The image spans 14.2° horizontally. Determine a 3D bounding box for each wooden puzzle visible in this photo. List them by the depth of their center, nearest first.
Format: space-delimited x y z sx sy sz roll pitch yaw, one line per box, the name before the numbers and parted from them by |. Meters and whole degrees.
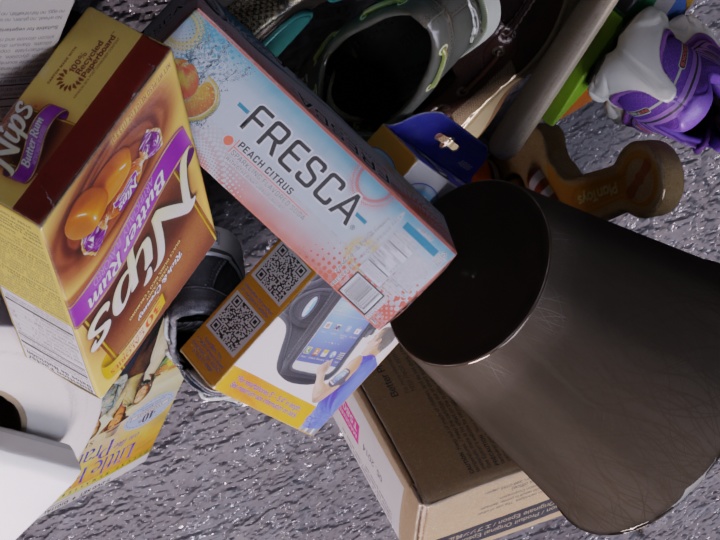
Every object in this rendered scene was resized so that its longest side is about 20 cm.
wooden puzzle | 0.166 -0.159 1.695 0.200 0.037 0.185 -39 165 -53

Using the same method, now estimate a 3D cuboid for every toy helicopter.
toy helicopter | 0.131 -0.030 1.787 0.079 0.133 0.200 -4 171 -34

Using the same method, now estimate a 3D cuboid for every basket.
basket | 0.117 0.037 1.664 0.200 0.136 0.181 34 84 -46

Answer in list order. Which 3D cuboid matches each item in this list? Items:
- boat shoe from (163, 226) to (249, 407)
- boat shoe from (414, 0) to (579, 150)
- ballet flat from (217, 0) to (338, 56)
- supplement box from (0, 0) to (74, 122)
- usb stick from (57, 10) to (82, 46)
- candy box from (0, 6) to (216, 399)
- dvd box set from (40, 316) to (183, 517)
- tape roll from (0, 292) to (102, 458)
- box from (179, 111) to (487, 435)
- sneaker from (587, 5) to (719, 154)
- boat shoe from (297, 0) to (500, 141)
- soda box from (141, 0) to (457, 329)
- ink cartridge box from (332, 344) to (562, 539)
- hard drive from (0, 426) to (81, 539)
boat shoe | -0.082 0.047 1.732 0.071 0.068 0.200 -6 152 3
boat shoe | 0.063 -0.142 1.700 0.072 0.072 0.200 -3 144 -37
ballet flat | -0.036 -0.163 1.592 0.200 0.075 0.068 -36 176 10
supplement box | -0.199 -0.157 1.423 0.073 0.126 0.200 -6 141 -34
usb stick | -0.155 -0.077 1.649 0.055 0.033 0.200 -20 147 -2
candy box | -0.135 -0.031 1.482 0.117 0.056 0.200 -55 163 -20
dvd box set | -0.162 0.073 1.805 0.146 0.029 0.200 -26 152 -44
tape roll | -0.262 0.050 1.638 0.202 0.140 0.203 -20 145 -14
box | 0.000 0.000 1.666 0.200 0.042 0.119 -46 148 9
sneaker | 0.190 -0.098 1.702 0.081 0.083 0.200 -51 168 13
boat shoe | 0.002 -0.108 1.655 0.060 0.072 0.202 -38 178 -43
soda box | -0.039 -0.062 1.551 0.064 0.068 0.200 -44 108 9
ink cartridge box | 0.067 0.073 1.865 0.164 0.201 0.075 -17 144 -18
hard drive | -0.265 0.125 1.585 0.132 0.027 0.200 -43 144 20
